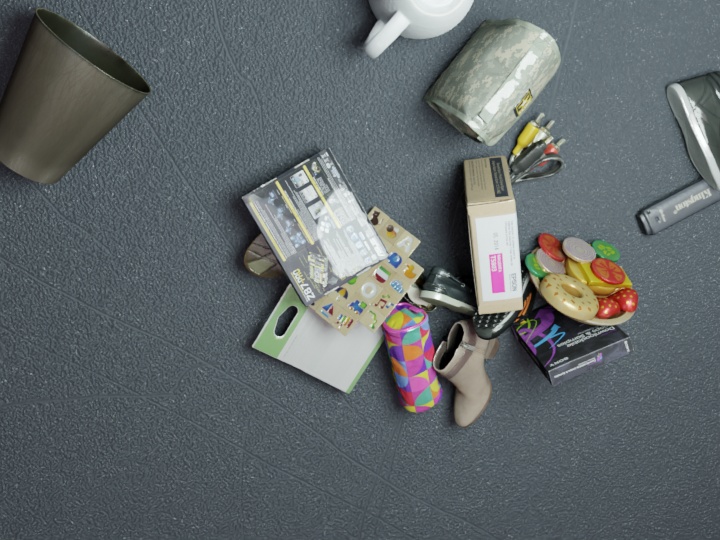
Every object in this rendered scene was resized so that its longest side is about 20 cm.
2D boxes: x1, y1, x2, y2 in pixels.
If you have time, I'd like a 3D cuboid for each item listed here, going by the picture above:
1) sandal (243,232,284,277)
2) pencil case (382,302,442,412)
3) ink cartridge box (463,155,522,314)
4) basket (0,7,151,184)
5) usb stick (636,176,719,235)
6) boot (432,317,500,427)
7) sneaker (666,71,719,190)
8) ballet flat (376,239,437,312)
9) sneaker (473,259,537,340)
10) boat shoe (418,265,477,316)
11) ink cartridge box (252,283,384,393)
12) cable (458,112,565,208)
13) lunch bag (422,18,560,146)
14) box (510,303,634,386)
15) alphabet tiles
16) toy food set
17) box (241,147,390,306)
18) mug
[{"bbox_3d":[-0.111,-0.070,1.139,0.082,0.055,0.200,37,86,-10],"label":"sandal"},{"bbox_3d":[0.092,0.153,1.204,0.088,0.089,0.201,-15,124,-1],"label":"pencil case"},{"bbox_3d":[0.210,-0.058,1.100,0.075,0.165,0.201,-6,122,9],"label":"ink cartridge box"},{"bbox_3d":[-0.437,-0.238,0.996,0.180,0.136,0.200,36,105,-23],"label":"basket"},{"bbox_3d":[0.584,-0.126,1.211,0.199,0.033,0.056,-28,109,4],"label":"usb stick"},{"bbox_3d":[0.178,0.179,1.220,0.146,0.070,0.201,18,90,-49],"label":"boot"},{"bbox_3d":[0.595,-0.237,1.146,0.099,0.071,0.201,-26,102,7],"label":"sneaker"},{"bbox_3d":[0.067,0.002,1.174,0.200,0.068,0.068,40,102,-18],"label":"ballet flat"},{"bbox_3d":[0.258,0.068,1.169,0.070,0.200,0.090,-5,122,38],"label":"sneaker"},{"bbox_3d":[0.172,0.037,1.177,0.199,0.074,0.066,19,79,-43],"label":"boat shoe"},{"bbox_3d":[-0.069,0.112,1.209,0.199,0.048,0.146,29,104,-15],"label":"ink cartridge box"},{"bbox_3d":[0.259,-0.168,1.163,0.200,0.050,0.097,-40,117,21],"label":"cable"},{"bbox_3d":[0.199,-0.277,1.021,0.117,0.200,0.164,36,101,-17],"label":"lunch bag"},{"bbox_3d":[0.353,0.111,1.178,0.142,0.200,0.036,-24,112,2],"label":"box"},{"bbox_3d":[0.000,0.000,1.137,0.166,0.006,0.200,38,85,14],"label":"alphabet tiles"},{"bbox_3d":[0.371,0.012,1.156,0.199,0.199,0.049,3,133,-17],"label":"toy food set"},{"bbox_3d":[-0.070,-0.068,1.093,0.161,0.049,0.201,-32,96,-9],"label":"box"},{"bbox_3d":[0.074,-0.386,0.979,0.147,0.175,0.200,39,101,-18],"label":"mug"}]
